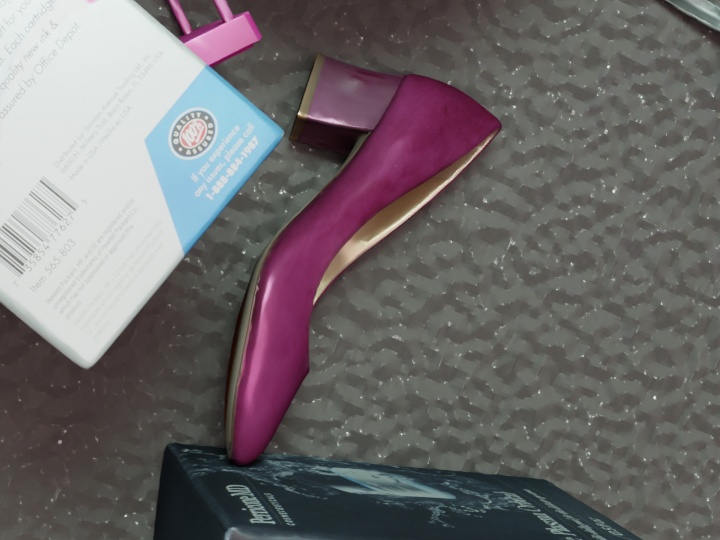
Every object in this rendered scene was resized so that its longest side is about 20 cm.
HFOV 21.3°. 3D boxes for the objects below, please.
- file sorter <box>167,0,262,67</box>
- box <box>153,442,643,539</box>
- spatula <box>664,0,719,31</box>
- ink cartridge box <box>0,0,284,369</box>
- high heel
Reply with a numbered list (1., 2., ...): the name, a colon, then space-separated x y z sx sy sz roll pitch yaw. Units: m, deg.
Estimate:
1. file sorter: -0.167 -0.106 0.803 0.199 0.139 0.126 -28 99 -9
2. box: 0.015 0.156 0.840 0.199 0.197 0.118 6 93 -13
3. spatula: 0.159 -0.134 0.936 0.200 0.021 0.057 32 82 -13
4. ink cartridge box: -0.142 -0.071 0.705 0.200 0.068 0.115 41 83 -10
5. high heel: 0.000 0.000 0.872 0.096 0.067 0.201 17 78 -5
